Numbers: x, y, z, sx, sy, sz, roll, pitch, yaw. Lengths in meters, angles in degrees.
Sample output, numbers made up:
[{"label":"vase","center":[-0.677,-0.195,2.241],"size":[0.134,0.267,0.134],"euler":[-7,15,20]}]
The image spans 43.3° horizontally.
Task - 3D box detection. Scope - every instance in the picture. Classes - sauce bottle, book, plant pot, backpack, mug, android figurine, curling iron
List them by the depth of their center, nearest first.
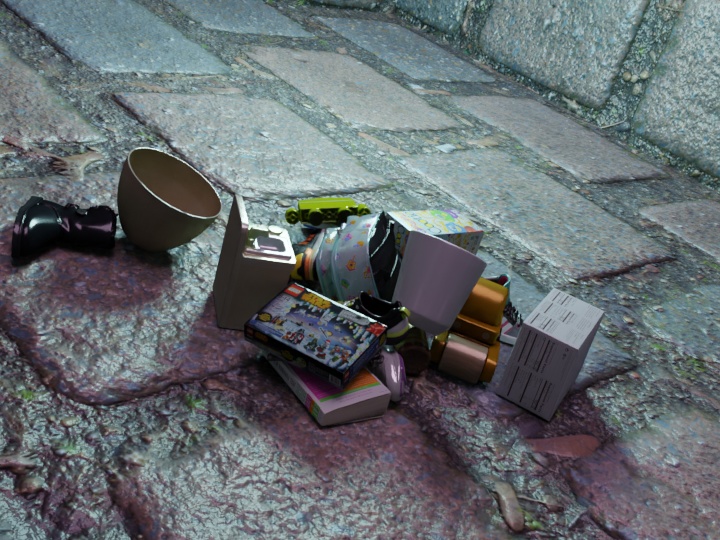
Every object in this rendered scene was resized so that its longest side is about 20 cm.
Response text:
[{"label":"curling iron","center":[-0.055,0.138,1.492],"size":[0.196,0.026,0.050],"euler":[2,16,-10]},{"label":"book","center":[-0.060,0.172,1.501],"size":[0.132,0.049,0.200],"euler":[-6,34,-35]},{"label":"mug","center":[0.139,0.034,1.614],"size":[0.148,0.155,0.186],"euler":[21,-4,45]},{"label":"sauce bottle","center":[0.088,0.112,1.684],"size":[0.065,0.067,0.201],"euler":[12,28,-13]},{"label":"backpack","center":[0.000,0.000,1.705],"size":[0.151,0.178,0.201],"euler":[-10,25,9]},{"label":"plant pot","center":[-0.380,-0.116,1.712],"size":[0.199,0.135,0.201],"euler":[33,23,-16]},{"label":"android figurine","center":[-0.070,-0.123,1.898],"size":[0.179,0.042,0.200],"euler":[-4,11,-7]}]

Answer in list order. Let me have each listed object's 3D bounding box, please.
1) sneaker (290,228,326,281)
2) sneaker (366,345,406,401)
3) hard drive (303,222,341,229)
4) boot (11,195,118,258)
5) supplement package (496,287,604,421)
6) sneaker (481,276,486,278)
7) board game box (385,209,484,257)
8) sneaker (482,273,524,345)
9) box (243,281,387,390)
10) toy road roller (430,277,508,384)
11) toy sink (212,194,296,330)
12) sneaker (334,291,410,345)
[{"label":"sneaker","center":[-0.115,-0.037,1.814],"size":[0.088,0.071,0.200],"euler":[2,21,4]},{"label":"sneaker","center":[0.021,0.159,1.571],"size":[0.098,0.076,0.201],"euler":[-13,37,-8]},{"label":"hard drive","center":[-0.025,-0.100,1.952],"size":[0.130,0.026,0.199],"euler":[-8,13,-27]},{"label":"boot","center":[-0.524,-0.072,1.625],"size":[0.165,0.078,0.201],"euler":[9,22,-10]},{"label":"supplement package","center":[0.353,0.151,1.675],"size":[0.110,0.158,0.199],"euler":[26,27,20]},{"label":"sneaker","center":[0.206,0.041,1.900],"size":[0.197,0.071,0.090],"euler":[7,17,-26]},{"label":"board game box","center":[0.143,-0.057,1.882],"size":[0.198,0.106,0.103],"euler":[-5,34,-40]},{"label":"sneaker","center":[0.292,0.072,1.823],"size":[0.197,0.122,0.084],"euler":[16,26,-5]},{"label":"box","center":[-0.073,0.103,1.485],"size":[0.198,0.040,0.137],"euler":[23,41,23]},{"label":"toy road roller","center":[0.210,0.101,1.689],"size":[0.121,0.148,0.200],"euler":[20,27,4]},{"label":"toy sink","center":[-0.183,-0.012,1.594],"size":[0.110,0.202,0.131],"euler":[7,27,-19]},{"label":"sneaker","center":[-0.001,0.066,1.565],"size":[0.197,0.084,0.072],"euler":[8,36,24]}]
